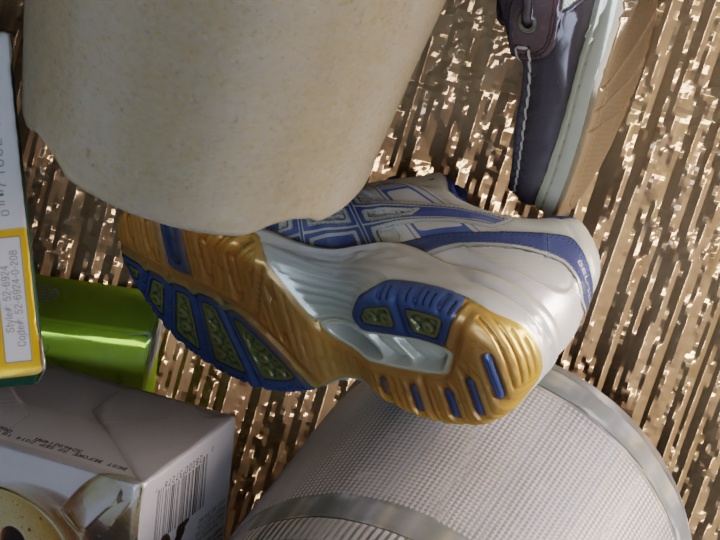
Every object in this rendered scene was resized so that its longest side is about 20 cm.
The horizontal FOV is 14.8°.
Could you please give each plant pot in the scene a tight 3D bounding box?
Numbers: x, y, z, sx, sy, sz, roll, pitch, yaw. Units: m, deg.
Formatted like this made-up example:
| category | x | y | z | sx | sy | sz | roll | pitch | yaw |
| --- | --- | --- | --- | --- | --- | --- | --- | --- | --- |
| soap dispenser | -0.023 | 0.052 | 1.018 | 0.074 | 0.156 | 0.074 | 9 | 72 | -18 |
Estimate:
| category | x | y | z | sx | sy | sz | roll | pitch | yaw |
| --- | --- | --- | --- | --- | --- | --- | --- | --- | --- |
| plant pot | -0.042 | -0.122 | 0.965 | 0.200 | 0.201 | 0.184 | 15 | 125 | -2 |

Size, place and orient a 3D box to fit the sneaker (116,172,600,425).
| category | x | y | z | sx | sy | sz | roll | pitch | yaw |
| --- | --- | --- | --- | --- | --- | --- | --- | --- | --- |
| sneaker | 0.000 | 0.000 | 1.058 | 0.200 | 0.088 | 0.075 | 17 | 135 | 32 |

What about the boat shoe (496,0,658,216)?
| category | x | y | z | sx | sy | sz | roll | pitch | yaw |
| --- | --- | --- | --- | --- | --- | --- | --- | --- | --- |
| boat shoe | 0.077 | -0.116 | 1.014 | 0.065 | 0.072 | 0.200 | 18 | 122 | 13 |

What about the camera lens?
| category | x | y | z | sx | sy | sz | roll | pitch | yaw |
| --- | --- | --- | --- | --- | --- | --- | --- | --- | --- |
| camera lens | 0.025 | 0.136 | 1.045 | 0.160 | 0.200 | 0.160 | 16 | 129 | 21 |

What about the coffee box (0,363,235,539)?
| category | x | y | z | sx | sy | sz | roll | pitch | yaw |
| --- | --- | --- | --- | --- | --- | --- | --- | --- | --- |
| coffee box | -0.121 | 0.145 | 1.065 | 0.113 | 0.080 | 0.201 | 15 | 112 | 21 |

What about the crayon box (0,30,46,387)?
| category | x | y | z | sx | sy | sz | roll | pitch | yaw |
| --- | --- | --- | --- | --- | --- | --- | --- | --- | --- |
| crayon box | -0.220 | -0.013 | 0.993 | 0.199 | 0.052 | 0.126 | -5 | 84 | -10 |

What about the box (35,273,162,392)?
| category | x | y | z | sx | sy | sz | roll | pitch | yaw |
| --- | --- | --- | --- | --- | --- | --- | --- | --- | --- |
| box | -0.186 | 0.056 | 1.121 | 0.199 | 0.048 | 0.122 | 9 | 114 | 1 |
